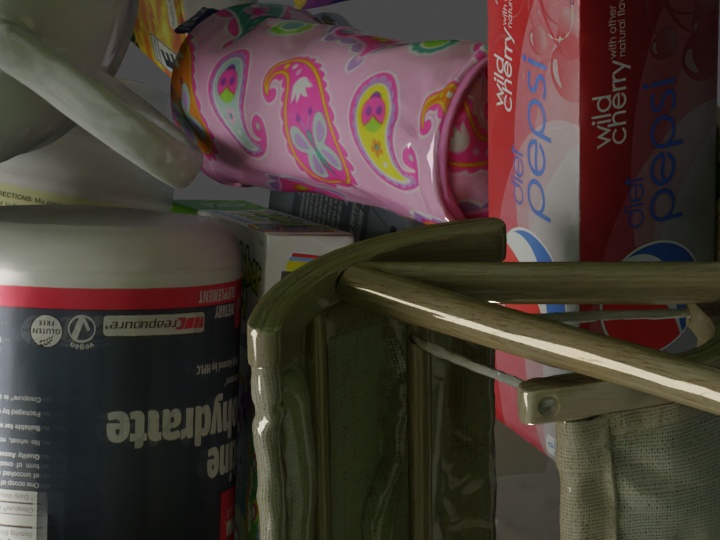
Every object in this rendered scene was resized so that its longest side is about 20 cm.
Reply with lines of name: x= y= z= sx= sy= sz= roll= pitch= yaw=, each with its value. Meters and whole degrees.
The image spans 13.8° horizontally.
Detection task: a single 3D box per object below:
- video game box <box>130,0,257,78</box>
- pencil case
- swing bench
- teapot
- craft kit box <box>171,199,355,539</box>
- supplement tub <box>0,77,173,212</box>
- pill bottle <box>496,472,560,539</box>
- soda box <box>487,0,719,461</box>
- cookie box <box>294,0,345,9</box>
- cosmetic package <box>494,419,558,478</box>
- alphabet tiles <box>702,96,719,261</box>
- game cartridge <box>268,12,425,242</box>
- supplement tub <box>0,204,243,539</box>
video game box: x=-0.118 y=-0.201 z=1.308 sx=0.182 sy=0.047 sz=0.201 roll=45 pitch=154 yaw=38
pencil case: x=0.003 y=-0.064 z=1.213 sx=0.199 sy=0.087 sz=0.088 roll=16 pitch=117 yaw=52
swing bench: x=0.069 y=0.098 z=1.036 sx=0.199 sy=0.130 sz=0.200 roll=7 pitch=114 yaw=18
teapot: x=-0.162 y=-0.117 z=1.258 sx=0.196 sy=0.146 sz=0.201 roll=-15 pitch=61 yaw=33
craft kit box: x=-0.050 y=0.073 z=1.341 sx=0.200 sy=0.048 sz=0.199 roll=-163 pitch=77 yaw=-73
supplement tub: x=-0.167 y=0.002 z=1.392 sx=0.145 sy=0.144 sz=0.202 roll=14 pitch=94 yaw=62
pill bottle: x=0.076 y=0.192 z=1.198 sx=0.109 sy=0.109 sz=0.201 roll=34 pitch=131 yaw=55
soda box: x=0.089 y=-0.030 z=1.105 sx=0.070 sy=0.063 sz=0.201 roll=34 pitch=132 yaw=55
cookie box: x=-0.004 y=-0.235 z=1.203 sx=0.201 sy=0.075 sz=0.171 roll=69 pitch=155 yaw=16
cosmetic package: x=0.026 y=0.121 z=1.313 sx=0.104 sy=0.073 sz=0.201 roll=61 pitch=151 yaw=33
alphabet tiles: x=0.094 y=-0.029 z=1.177 sx=0.168 sy=0.008 sz=0.200 roll=67 pitch=153 yaw=20
game cartridge: x=0.000 y=0.000 z=1.355 sx=0.134 sy=0.040 sz=0.201 roll=-123 pitch=32 yaw=-43
supplement tub: x=-0.121 y=0.076 z=1.264 sx=0.140 sy=0.139 sz=0.202 roll=13 pitch=102 yaw=62
